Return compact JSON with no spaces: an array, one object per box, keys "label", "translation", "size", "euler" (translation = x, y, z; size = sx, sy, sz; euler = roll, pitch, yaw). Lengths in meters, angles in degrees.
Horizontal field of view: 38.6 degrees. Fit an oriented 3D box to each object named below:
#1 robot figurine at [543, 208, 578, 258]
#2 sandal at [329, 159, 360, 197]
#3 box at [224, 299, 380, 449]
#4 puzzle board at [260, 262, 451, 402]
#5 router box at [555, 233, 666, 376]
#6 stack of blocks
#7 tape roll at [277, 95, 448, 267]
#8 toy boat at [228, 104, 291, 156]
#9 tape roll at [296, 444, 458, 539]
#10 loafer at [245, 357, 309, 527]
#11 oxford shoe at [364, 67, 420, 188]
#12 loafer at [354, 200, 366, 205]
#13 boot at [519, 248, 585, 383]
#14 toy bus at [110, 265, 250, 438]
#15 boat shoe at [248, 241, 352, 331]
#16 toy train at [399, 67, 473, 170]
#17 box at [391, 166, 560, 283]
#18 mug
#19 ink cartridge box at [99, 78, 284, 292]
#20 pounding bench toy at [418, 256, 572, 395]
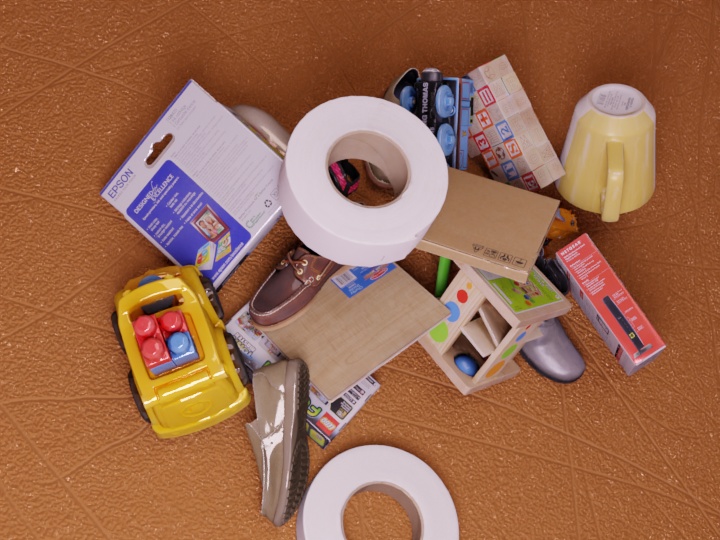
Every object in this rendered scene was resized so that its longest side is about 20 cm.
[{"label":"robot figurine","translation":[0.199,-0.067,1.464],"size":[0.199,0.145,0.058],"euler":[15,53,-22]},{"label":"sandal","translation":[-0.031,-0.132,1.325],"size":[0.075,0.045,0.200],"euler":[39,36,-38]},{"label":"box","translation":[-0.084,0.121,1.319],"size":[0.200,0.035,0.110],"euler":[42,58,6]},{"label":"puzzle board","translation":[-0.008,0.065,1.307],"size":[0.200,0.017,0.151],"euler":[-34,56,-23]},{"label":"router box","translation":[0.341,0.052,1.413],"size":[0.049,0.200,0.180],"euler":[-34,76,5]},{"label":"stack of blocks","translation":[0.211,-0.208,1.549],"size":[0.058,0.115,0.200],"euler":[-30,94,-30]},{"label":"tape roll","translation":[0.003,-0.108,1.246],"size":[0.202,0.071,0.203],"euler":[5,66,-12]},{"label":"toy boat","translation":[-0.133,-0.127,1.401],"size":[0.200,0.131,0.131],"euler":[44,87,7]},{"label":"tape roll","translation":[0.022,0.314,1.251],"size":[0.202,0.037,0.203],"euler":[8,61,-15]},{"label":"loafer","translation":[-0.101,0.203,1.229],"size":[0.067,0.076,0.201],"euler":[4,86,16]},{"label":"oxford shoe","translation":[0.050,-0.215,1.522],"size":[0.071,0.074,0.201],"euler":[15,59,-11]},{"label":"loafer","translation":[0.000,0.000,1.396],"size":[0.072,0.063,0.201],"euler":[-1,63,-19]},{"label":"boot","translation":[0.254,0.057,1.414],"size":[0.070,0.132,0.200],"euler":[-36,79,-32]},{"label":"toy bus","translation":[-0.224,0.072,1.189],"size":[0.135,0.192,0.200],"euler":[-22,69,-5]},{"label":"boat shoe","translation":[-0.071,-0.006,1.317],"size":[0.070,0.070,0.200],"euler":[28,57,30]},{"label":"toy train","translation":[0.112,-0.189,1.485],"size":[0.114,0.086,0.201],"euler":[-11,104,-57]},{"label":"box","translation":[0.142,-0.069,1.325],"size":[0.199,0.021,0.164],"euler":[18,43,14]},{"label":"mug","translation":[0.376,-0.177,1.502],"size":[0.149,0.153,0.187],"euler":[-19,46,-15]},{"label":"ink cartridge box","translation":[-0.201,-0.107,1.331],"size":[0.200,0.047,0.198],"euler":[43,99,7]},{"label":"pounding bench toy","translation":[0.142,0.040,1.366],"size":[0.124,0.156,0.200],"euler":[-11,53,-47]}]
